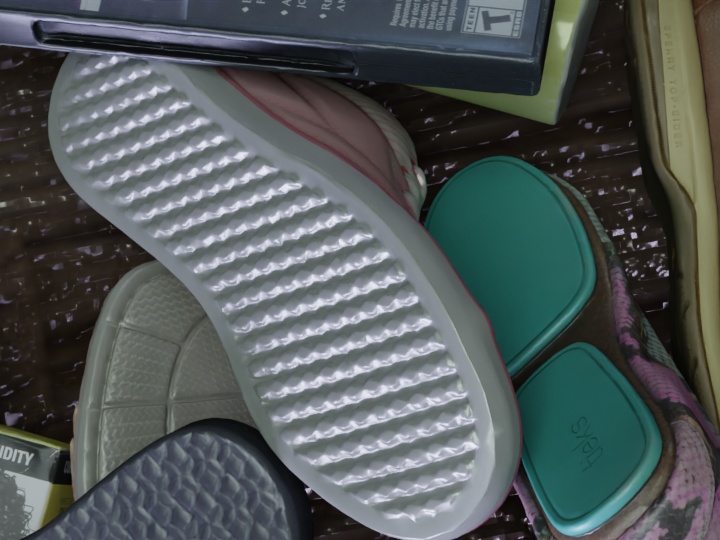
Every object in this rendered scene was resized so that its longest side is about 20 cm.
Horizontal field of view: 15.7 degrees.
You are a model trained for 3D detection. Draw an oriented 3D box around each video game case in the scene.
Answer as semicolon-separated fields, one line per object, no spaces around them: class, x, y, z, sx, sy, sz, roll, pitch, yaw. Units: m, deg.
video game case;-0.036;-0.118;0.785;0.199;0.019;0.143;6;52;9

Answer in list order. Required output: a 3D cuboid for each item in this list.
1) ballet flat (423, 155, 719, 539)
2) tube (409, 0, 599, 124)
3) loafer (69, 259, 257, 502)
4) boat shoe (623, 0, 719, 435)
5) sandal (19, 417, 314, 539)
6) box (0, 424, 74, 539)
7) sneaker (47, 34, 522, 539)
ballet flat;0.067;0.038;0.757;0.069;0.200;0.071;-41;119;9
tube;-0.027;-0.095;0.805;0.199;0.058;0.052;17;109;9
loafer;-0.057;0.100;0.804;0.072;0.063;0.201;-5;80;-28
boat shoe;0.125;0.006;0.782;0.067;0.072;0.201;-9;86;3
sandal;-0.100;0.109;0.761;0.199;0.043;0.076;-25;89;14
box;-0.147;0.143;0.816;0.075;0.050;0.201;15;87;8
sneaker;0.000;0.000;0.768;0.200;0.104;0.076;46;113;32
